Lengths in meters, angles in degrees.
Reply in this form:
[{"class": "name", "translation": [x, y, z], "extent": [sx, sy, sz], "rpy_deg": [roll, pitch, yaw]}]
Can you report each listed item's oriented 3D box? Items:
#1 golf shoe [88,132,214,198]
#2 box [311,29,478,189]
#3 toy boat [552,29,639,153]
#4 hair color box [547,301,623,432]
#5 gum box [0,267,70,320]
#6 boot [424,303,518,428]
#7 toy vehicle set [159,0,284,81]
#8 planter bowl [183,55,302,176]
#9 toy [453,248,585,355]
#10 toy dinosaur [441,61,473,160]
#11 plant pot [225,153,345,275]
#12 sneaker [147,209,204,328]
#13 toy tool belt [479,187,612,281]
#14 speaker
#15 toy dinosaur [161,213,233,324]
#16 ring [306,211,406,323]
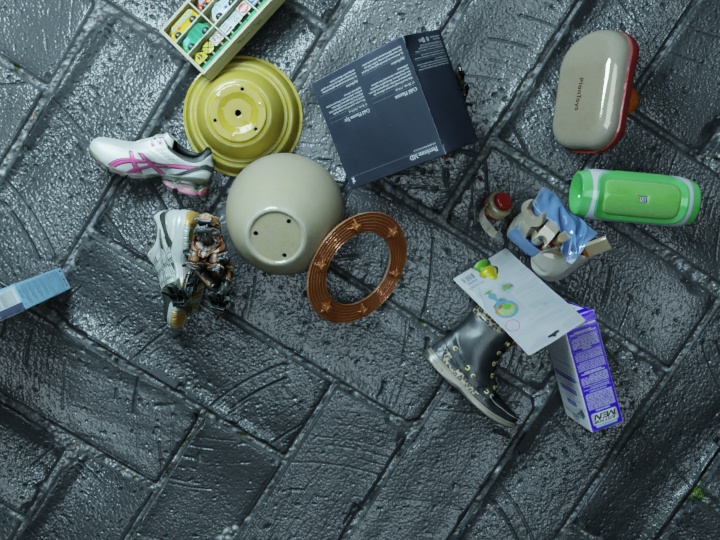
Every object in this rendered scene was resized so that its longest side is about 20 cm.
[{"class": "golf shoe", "translation": [-0.336, -0.189, 1.225], "extent": [0.199, 0.073, 0.092], "rpy_deg": [15, 116, -10]}, {"class": "box", "translation": [0.051, -0.247, 1.178], "extent": [0.200, 0.104, 0.183], "rpy_deg": [-14, 99, 42]}, {"class": "toy boat", "translation": [0.407, -0.290, 1.245], "extent": [0.130, 0.130, 0.201], "rpy_deg": [3, 98, -33]}, {"class": "hair color box", "translation": [0.373, 0.160, 1.285], "extent": [0.065, 0.109, 0.201], "rpy_deg": [-16, 98, -6]}, {"class": "gum box", "translation": [-0.573, 0.058, 1.186], "extent": [0.170, 0.200, 0.045], "rpy_deg": [-24, 98, 1]}, {"class": "boot", "translation": [0.228, 0.160, 1.300], "extent": [0.200, 0.073, 0.151], "rpy_deg": [41, 94, 2]}, {"class": "toy vehicle set", "translation": [-0.215, -0.416, 1.208], "extent": [0.200, 0.027, 0.124], "rpy_deg": [-47, 70, 3]}, {"class": "planter bowl", "translation": [-0.195, -0.253, 1.226], "extent": [0.200, 0.083, 0.201], "rpy_deg": [0, 96, -3]}, {"class": "toy", "translation": [0.258, 0.057, 1.248], "extent": [0.115, 0.047, 0.200], "rpy_deg": [-29, 53, -15]}, {"class": "toy dinosaur", "translation": [0.107, -0.286, 1.245], "extent": [0.135, 0.102, 0.200], "rpy_deg": [-21, 113, 23]}, {"class": "plant pot", "translation": [-0.126, -0.073, 1.201], "extent": [0.200, 0.135, 0.201], "rpy_deg": [1, 112, 2]}, {"class": "sneaker", "translation": [-0.313, -0.006, 1.265], "extent": [0.087, 0.076, 0.201], "rpy_deg": [11, 99, 19]}, {"class": "toy tool belt", "translation": [0.307, -0.079, 1.242], "extent": [0.200, 0.123, 0.125], "rpy_deg": [38, 60, -5]}, {"class": "speaker", "translation": [0.460, -0.122, 1.270], "extent": [0.199, 0.088, 0.089], "rpy_deg": [5, 96, -3]}, {"class": "toy dinosaur", "translation": [-0.236, 0.008, 1.213], "extent": [0.102, 0.136, 0.200], "rpy_deg": [-10, 131, 21]}, {"class": "ring", "translation": [0.000, 0.000, 1.235], "extent": [0.200, 0.019, 0.201], "rpy_deg": [-20, 125, -30]}]
